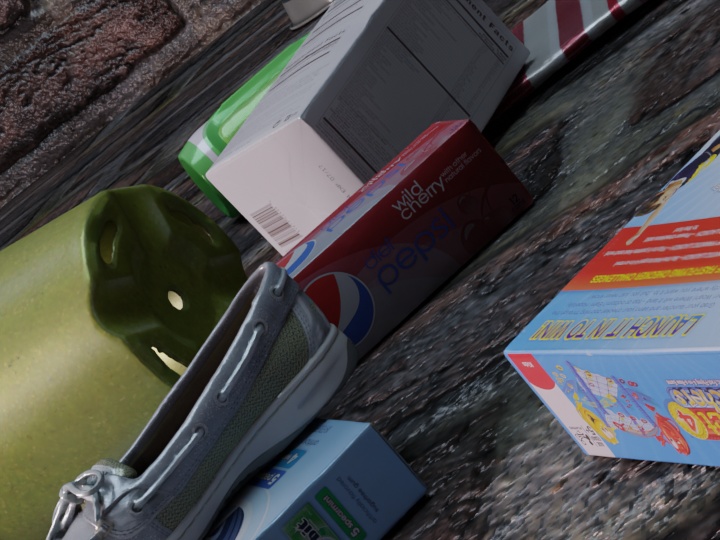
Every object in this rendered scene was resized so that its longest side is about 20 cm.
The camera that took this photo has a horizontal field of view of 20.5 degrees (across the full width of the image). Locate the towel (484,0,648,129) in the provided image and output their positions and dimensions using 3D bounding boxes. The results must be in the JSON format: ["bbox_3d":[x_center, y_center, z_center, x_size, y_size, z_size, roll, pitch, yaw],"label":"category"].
[{"bbox_3d":[0.144,-0.169,1.404,0.200,0.023,0.144,-38,14,17],"label":"towel"}]

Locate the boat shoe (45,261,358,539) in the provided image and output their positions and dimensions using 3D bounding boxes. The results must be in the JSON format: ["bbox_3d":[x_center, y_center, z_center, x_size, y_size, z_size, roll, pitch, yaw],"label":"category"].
[{"bbox_3d":[-0.088,0.083,0.891,0.202,0.065,0.074,-44,13,-17],"label":"boat shoe"}]

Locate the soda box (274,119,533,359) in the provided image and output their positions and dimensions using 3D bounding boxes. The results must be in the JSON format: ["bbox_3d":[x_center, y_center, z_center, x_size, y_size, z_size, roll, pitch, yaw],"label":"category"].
[{"bbox_3d":[0.000,0.000,1.138,0.200,0.063,0.070,-43,13,-9],"label":"soda box"}]

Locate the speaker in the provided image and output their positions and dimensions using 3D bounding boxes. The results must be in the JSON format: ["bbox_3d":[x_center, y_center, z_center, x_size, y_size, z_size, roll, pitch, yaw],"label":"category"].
[{"bbox_3d":[-0.063,-0.139,1.751,0.200,0.089,0.088,-42,13,-8],"label":"speaker"}]

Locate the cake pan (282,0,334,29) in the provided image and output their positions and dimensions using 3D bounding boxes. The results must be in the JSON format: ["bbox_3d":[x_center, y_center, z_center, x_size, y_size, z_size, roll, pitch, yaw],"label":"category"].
[{"bbox_3d":[-0.027,-0.401,2.675,0.200,0.037,0.200,-37,13,10],"label":"cake pan"}]

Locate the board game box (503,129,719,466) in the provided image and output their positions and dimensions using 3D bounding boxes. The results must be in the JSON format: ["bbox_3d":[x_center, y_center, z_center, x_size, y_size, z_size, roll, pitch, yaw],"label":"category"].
[{"bbox_3d":[0.173,-0.017,0.706,0.196,0.056,0.200,-44,13,-17],"label":"board game box"}]

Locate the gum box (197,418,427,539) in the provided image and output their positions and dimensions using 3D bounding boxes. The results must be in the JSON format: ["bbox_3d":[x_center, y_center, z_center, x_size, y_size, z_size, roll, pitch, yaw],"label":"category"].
[{"bbox_3d":[-0.081,0.148,0.901,0.200,0.045,0.170,-44,13,-17],"label":"gum box"}]

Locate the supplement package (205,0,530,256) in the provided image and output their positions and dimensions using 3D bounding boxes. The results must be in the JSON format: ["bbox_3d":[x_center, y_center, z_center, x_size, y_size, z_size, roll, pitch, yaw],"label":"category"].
[{"bbox_3d":[0.009,-0.105,1.325,0.109,0.114,0.200,-26,24,47],"label":"supplement package"}]

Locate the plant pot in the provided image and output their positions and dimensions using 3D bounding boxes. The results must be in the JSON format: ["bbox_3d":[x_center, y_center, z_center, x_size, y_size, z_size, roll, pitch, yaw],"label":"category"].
[{"bbox_3d":[-0.149,0.055,1.041,0.184,0.200,0.200,-36,13,30],"label":"plant pot"}]
